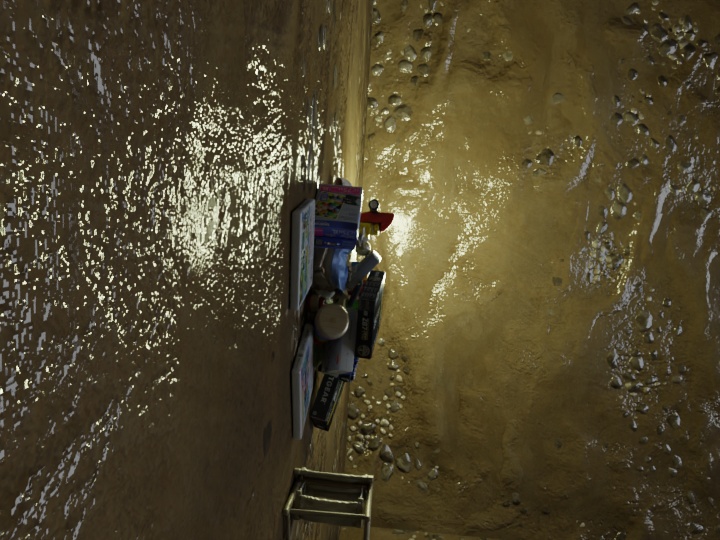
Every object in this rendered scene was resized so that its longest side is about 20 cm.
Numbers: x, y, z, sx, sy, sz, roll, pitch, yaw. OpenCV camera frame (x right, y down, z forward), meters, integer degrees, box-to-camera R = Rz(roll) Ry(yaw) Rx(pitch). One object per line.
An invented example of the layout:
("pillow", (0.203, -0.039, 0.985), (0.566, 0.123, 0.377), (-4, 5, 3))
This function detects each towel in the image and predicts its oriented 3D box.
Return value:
("towel", (-0.111, 0.171, 1.499), (0.148, 0.036, 0.203), (-35, 131, -86))

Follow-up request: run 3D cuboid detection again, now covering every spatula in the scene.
("spatula", (-0.037, 0.118, 1.498), (0.021, 0.056, 0.202), (-120, -129, -75))

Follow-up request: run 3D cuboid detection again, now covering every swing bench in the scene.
("swing bench", (-0.071, 0.560, 1.224), (0.200, 0.196, 0.132), (-79, 173, -71))

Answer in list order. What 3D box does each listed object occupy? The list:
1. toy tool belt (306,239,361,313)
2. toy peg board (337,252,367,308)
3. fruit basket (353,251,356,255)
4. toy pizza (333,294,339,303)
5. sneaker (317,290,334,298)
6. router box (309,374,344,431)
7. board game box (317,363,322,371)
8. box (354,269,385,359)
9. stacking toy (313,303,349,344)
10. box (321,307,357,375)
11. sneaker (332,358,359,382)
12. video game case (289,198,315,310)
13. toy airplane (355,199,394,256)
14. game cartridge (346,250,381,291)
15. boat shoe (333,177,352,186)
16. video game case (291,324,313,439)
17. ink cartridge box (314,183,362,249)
("toy tool belt", (-0.065, 0.009, 1.284), (0.125, 0.121, 0.203), (60, 34, -73))
("toy peg board", (0.011, 0.075, 1.627), (0.201, 0.096, 0.202), (66, 29, -59))
("fruit basket", (-0.065, -0.064, 1.782), (0.200, 0.092, 0.188), (-138, -128, -82))
("toy pizza", (-0.067, 0.100, 1.679), (0.201, 0.031, 0.202), (90, 26, -62))
("sneaker", (-0.071, -0.020, 1.462), (0.080, 0.070, 0.203), (-41, -144, 47))
("router box", (-0.094, 0.379, 1.585), (0.158, 0.052, 0.202), (89, 18, -61))
("board game box", (-0.080, 0.213, 1.642), (0.135, 0.028, 0.203), (-22, 127, -73))
("box", (0.025, 0.109, 1.329), (0.200, 0.048, 0.164), (-64, 158, -68))
("stacking toy", (-0.092, 0.148, 1.302), (0.200, 0.084, 0.087), (132, -35, -65))
("box", (-0.056, 0.194, 1.364), (0.200, 0.041, 0.158), (138, -39, -69))
("sneaker", (-0.027, 0.251, 1.450), (0.199, 0.079, 0.117), (134, -38, -57))
("video game case", (-0.123, -0.040, 1.095), (0.183, 0.022, 0.203), (-77, 172, -74))
("toy airplane", (-0.020, -0.105, 1.432), (0.199, 0.198, 0.143), (-22, 96, -41))
("game cartridge", (0.000, 0.000, 1.440), (0.041, 0.133, 0.200), (49, -4, -2))
("boat shoe", (-0.070, -0.203, 1.649), (0.070, 0.070, 0.203), (23, 73, -58))
("video game case", (-0.137, 0.263, 1.224), (0.183, 0.023, 0.203), (-81, 175, -61))
("ink cartridge box", (-0.059, -0.137, 1.271), (0.042, 0.117, 0.202), (93, 3, -50))
